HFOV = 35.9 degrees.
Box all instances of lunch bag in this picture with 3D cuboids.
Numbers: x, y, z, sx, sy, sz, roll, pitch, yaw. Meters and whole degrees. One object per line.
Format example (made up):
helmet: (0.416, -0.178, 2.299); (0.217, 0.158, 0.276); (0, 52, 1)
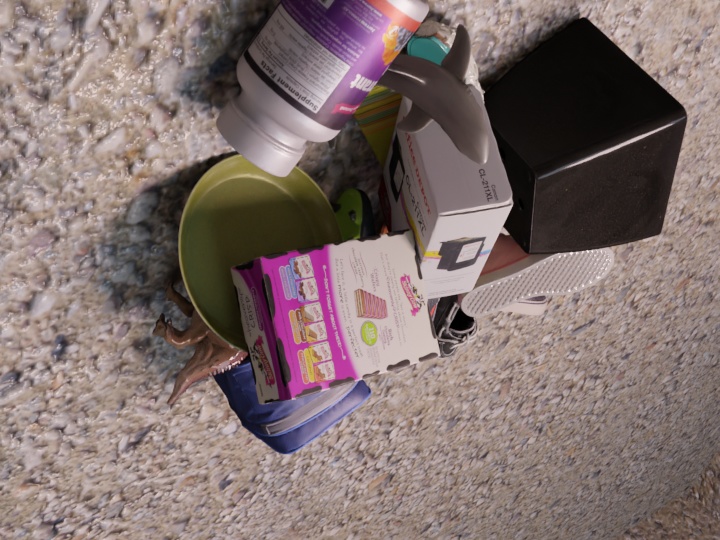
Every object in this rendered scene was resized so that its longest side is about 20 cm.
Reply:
lunch bag: (-0.086, 0.117, 1.243); (0.135, 0.200, 0.134); (-30, 106, -16)

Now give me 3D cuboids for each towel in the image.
towel: (0.047, -0.154, 1.206); (0.085, 0.018, 0.200); (-18, 153, 9)

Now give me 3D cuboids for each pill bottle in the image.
pill bottle: (-0.040, -0.186, 0.980); (0.201, 0.112, 0.111); (-51, 150, 17)

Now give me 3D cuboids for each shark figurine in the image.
shark figurine: (0.023, -0.177, 1.053); (0.089, 0.212, 0.130); (-2, 100, -60)

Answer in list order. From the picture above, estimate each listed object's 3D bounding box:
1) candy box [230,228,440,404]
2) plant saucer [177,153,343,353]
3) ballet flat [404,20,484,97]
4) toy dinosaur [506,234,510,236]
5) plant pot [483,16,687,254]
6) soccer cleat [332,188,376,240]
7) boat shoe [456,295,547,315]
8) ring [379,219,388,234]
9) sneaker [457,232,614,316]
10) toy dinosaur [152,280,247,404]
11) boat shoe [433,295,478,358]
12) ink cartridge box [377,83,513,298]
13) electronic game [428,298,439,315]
candy box: (-0.022, 0.042, 1.102); (0.198, 0.138, 0.061); (-11, 178, -39)
plant saucer: (-0.101, -0.015, 1.105); (0.198, 0.203, 0.031); (-14, -178, -39)
ballet flat: (0.094, -0.215, 1.168); (0.072, 0.072, 0.200); (-39, 153, -4)
toy dinosaur: (0.242, -0.094, 1.502); (0.199, 0.058, 0.101); (-39, 150, -5)
plant pot: (0.234, -0.136, 1.294); (0.176, 0.200, 0.201); (-24, 142, -15)
soccer cleat: (0.000, 0.000, 1.282); (0.080, 0.067, 0.203); (-13, 116, -36)
boat shoe: (0.208, 0.004, 1.508); (0.199, 0.074, 0.094); (4, 107, -57)
ring: (0.099, -0.080, 1.389); (0.199, 0.019, 0.202); (-31, 150, -20)
sneaker: (0.205, -0.018, 1.370); (0.198, 0.105, 0.076); (-17, 132, 0)
toy dinosaur: (-0.134, 0.047, 1.147); (0.134, 0.202, 0.086); (22, 151, -17)
boat shoe: (0.136, 0.076, 1.592); (0.073, 0.068, 0.201); (-26, 147, -25)
ink cartridge box: (0.084, -0.079, 1.178); (0.082, 0.147, 0.201); (-9, 155, -11)
electronic game: (0.080, 0.020, 1.356); (0.200, 0.041, 0.203); (19, 89, -78)
